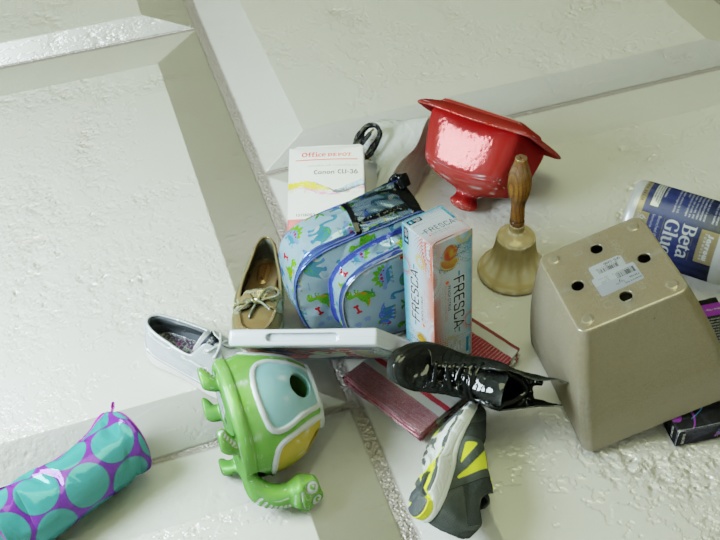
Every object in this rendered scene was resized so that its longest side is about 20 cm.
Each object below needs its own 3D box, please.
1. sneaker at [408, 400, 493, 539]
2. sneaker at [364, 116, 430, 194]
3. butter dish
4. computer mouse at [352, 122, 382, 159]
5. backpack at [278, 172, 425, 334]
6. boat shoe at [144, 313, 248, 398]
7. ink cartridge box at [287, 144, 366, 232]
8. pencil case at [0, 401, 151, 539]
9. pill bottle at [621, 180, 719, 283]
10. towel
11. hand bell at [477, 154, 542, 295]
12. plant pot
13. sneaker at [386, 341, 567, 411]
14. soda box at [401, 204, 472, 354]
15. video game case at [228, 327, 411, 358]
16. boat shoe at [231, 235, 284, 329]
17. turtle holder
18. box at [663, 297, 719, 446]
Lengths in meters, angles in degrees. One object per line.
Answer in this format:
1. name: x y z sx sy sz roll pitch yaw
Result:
1. sneaker: 0.117 0.235 1.187 0.084 0.075 0.200 38 39 -4
2. sneaker: 0.038 -0.169 1.617 0.114 0.074 0.201 4 45 28
3. butter dish: 0.179 -0.163 1.549 0.198 0.150 0.199 23 5 24
4. computer mouse: -0.035 -0.153 1.586 0.058 0.034 0.200 38 75 27
5. backpack: 0.000 0.000 1.347 0.198 0.184 0.148 -19 44 -9
6. boat shoe: -0.198 0.107 1.326 0.198 0.069 0.072 24 49 25
7. ink cartridge box: -0.049 -0.116 1.510 0.115 0.068 0.202 -2 64 1
8. pencil case: -0.342 0.245 1.175 0.199 0.085 0.093 -33 79 -29
9. pill bottle: 0.471 -0.047 1.422 0.198 0.112 0.111 19 47 22
10. towel: 0.094 0.126 1.327 0.199 0.023 0.143 -33 49 -30
11. hand bell: 0.216 -0.075 1.400 0.103 0.202 0.105 -2 42 1
12. plant pot: 0.314 0.059 1.236 0.198 0.178 0.201 -22 43 2
13. sneaker: 0.137 0.128 1.206 0.198 0.061 0.104 11 2 -29
14. soda box: 0.097 0.024 1.273 0.063 0.202 0.068 -23 41 -24
15. video game case: -0.041 0.091 1.246 0.180 0.200 0.023 -1 81 15
16. boat shoe: -0.139 0.030 1.391 0.072 0.063 0.201 -1 34 -3
17. turtle holder: -0.108 0.179 1.194 0.130 0.142 0.186 -15 43 -15
18. box: 0.428 0.125 1.299 0.141 0.036 0.201 -9 42 -5
